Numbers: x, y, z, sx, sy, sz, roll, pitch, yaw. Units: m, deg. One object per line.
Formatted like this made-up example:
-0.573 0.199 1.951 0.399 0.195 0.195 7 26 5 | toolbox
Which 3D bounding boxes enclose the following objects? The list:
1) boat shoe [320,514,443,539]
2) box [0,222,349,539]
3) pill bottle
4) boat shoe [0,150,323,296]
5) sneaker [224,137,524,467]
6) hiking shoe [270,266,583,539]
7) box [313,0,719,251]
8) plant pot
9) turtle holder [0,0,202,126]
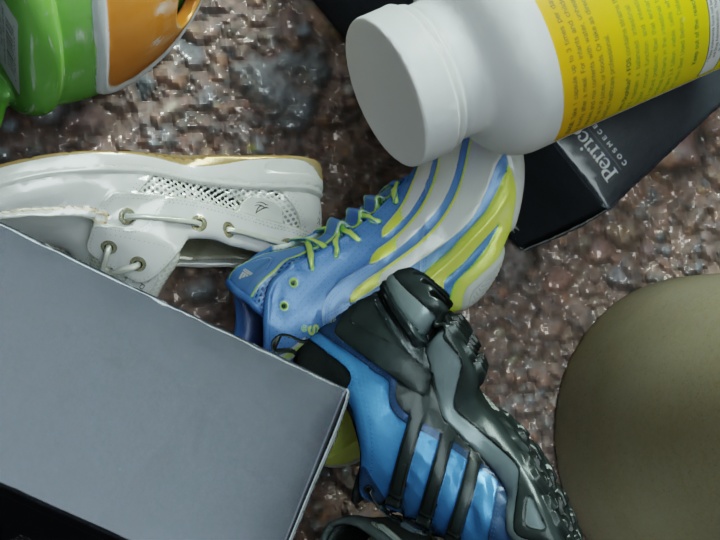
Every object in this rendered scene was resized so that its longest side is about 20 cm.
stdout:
0.033 0.191 0.970 0.062 0.073 0.200 29 24 -42 | boat shoe
-0.135 0.070 0.950 0.200 0.182 0.104 26 73 -14 | box
0.097 -0.119 0.982 0.200 0.104 0.104 -25 88 -19 | pill bottle
-0.109 -0.019 1.036 0.200 0.071 0.069 -3 79 -21 | boat shoe
0.000 0.000 1.030 0.105 0.076 0.200 24 96 -32 | sneaker
0.042 0.100 0.990 0.087 0.074 0.200 -30 84 9 | hiking shoe
0.110 -0.154 1.113 0.197 0.124 0.200 -42 95 -19 | box
0.224 0.078 1.065 0.187 0.200 0.188 4 79 -18 | plant pot
-0.153 -0.160 1.027 0.132 0.185 0.141 -20 119 -21 | turtle holder
